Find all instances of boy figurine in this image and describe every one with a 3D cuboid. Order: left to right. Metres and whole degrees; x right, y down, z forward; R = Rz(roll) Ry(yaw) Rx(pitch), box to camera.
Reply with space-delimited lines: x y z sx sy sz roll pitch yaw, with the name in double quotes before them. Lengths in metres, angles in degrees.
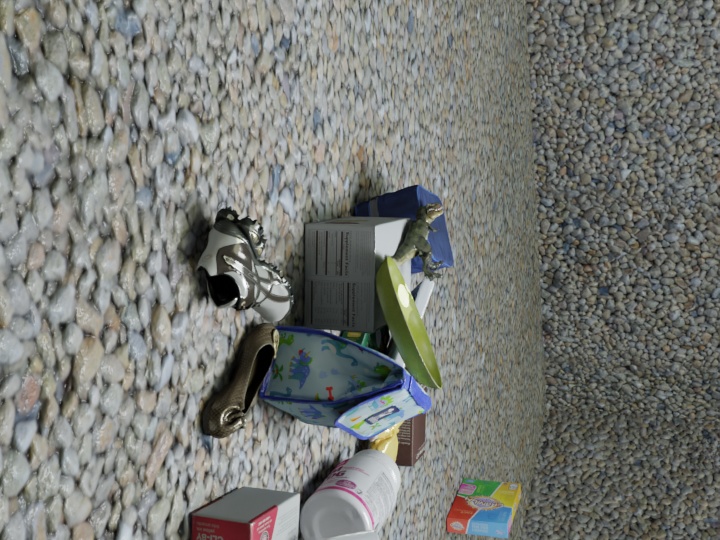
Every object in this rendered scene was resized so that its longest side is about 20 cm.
"boy figurine" 0.031 0.307 1.779 0.125 0.064 0.201 72 26 -48

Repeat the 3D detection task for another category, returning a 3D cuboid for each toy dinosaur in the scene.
"toy dinosaur" 0.094 -0.030 1.574 0.088 0.047 0.200 54 34 -13

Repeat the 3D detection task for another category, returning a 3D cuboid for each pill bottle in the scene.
"pill bottle" -0.009 0.356 1.578 0.200 0.112 0.114 -32 123 -69

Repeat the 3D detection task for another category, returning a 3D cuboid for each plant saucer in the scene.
"plant saucer" 0.064 0.077 1.435 0.200 0.031 0.201 -23 90 -81

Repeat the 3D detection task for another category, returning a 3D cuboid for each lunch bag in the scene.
"lunch bag" -0.013 0.157 1.394 0.170 0.198 0.128 49 47 -66
"lunch bag" 0.071 -0.059 1.741 0.200 0.131 0.137 19 59 -71

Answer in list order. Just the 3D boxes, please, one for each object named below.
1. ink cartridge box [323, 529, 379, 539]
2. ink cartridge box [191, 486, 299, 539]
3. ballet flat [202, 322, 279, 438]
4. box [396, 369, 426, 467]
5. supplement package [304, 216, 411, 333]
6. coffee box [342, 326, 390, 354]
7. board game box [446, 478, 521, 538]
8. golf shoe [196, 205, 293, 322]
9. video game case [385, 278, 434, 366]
"ink cartridge box" -0.041 0.435 1.295 0.083 0.200 0.146 0 59 -35
"ink cartridge box" -0.139 0.377 1.223 0.145 0.083 0.202 -5 98 -72
"ballet flat" -0.135 0.134 1.257 0.200 0.046 0.068 -61 149 -54
"box" 0.079 0.254 1.908 0.100 0.074 0.202 -22 115 -71
"supplement package" 0.000 0.000 1.555 0.200 0.110 0.157 -19 111 -71
"coffee box" 0.001 0.139 1.686 0.201 0.044 0.124 -71 158 -43
"board game box" 0.311 0.592 2.556 0.200 0.152 0.041 -46 134 -65
"golf shoe" -0.143 0.016 1.201 0.095 0.077 0.200 -58 149 -24
"video game case" 0.066 0.121 1.705 0.182 0.023 0.201 122 -11 -78
